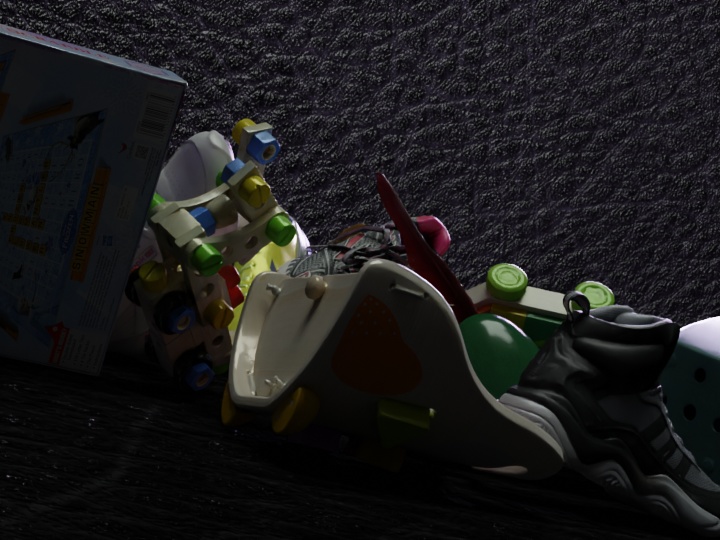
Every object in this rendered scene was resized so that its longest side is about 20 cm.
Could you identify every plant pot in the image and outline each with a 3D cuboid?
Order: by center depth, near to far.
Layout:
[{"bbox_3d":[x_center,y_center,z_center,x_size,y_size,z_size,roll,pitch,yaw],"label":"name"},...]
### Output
[{"bbox_3d":[0.310,0.114,1.390,0.199,0.143,0.141,8,11,-43],"label":"plant pot"}]

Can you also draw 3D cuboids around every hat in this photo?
[{"bbox_3d":[0.109,0.042,1.351,0.198,0.178,0.165,13,2,-23],"label":"hat"}]

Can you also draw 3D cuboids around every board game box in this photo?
[{"bbox_3d":[-0.230,-0.050,1.139,0.198,0.202,0.041,14,11,-26],"label":"board game box"}]

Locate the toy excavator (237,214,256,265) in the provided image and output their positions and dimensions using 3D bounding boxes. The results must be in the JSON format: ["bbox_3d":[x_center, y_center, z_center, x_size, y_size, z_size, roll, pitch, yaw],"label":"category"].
[{"bbox_3d":[-0.167,-0.021,1.403,0.199,0.196,0.100,30,44,13],"label":"toy excavator"}]

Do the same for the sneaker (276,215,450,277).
[{"bbox_3d":[0.000,0.000,1.478,0.074,0.081,0.200,-35,0,35],"label":"sneaker"}]

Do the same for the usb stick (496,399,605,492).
[{"bbox_3d":[0.121,0.117,1.242,0.198,0.056,0.033,14,40,-22],"label":"usb stick"}]

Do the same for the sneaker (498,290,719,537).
[{"bbox_3d":[0.184,0.090,1.170,0.199,0.115,0.075,30,-5,-29],"label":"sneaker"}]

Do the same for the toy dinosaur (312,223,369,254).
[{"bbox_3d":[-0.020,0.008,1.620,0.198,0.061,0.107,13,-31,21],"label":"toy dinosaur"}]

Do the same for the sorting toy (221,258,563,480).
[{"bbox_3d":[0.026,0.078,1.101,0.179,0.108,0.200,26,-11,-18],"label":"sorting toy"}]

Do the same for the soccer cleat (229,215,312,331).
[{"bbox_3d":[-0.086,0.012,1.478,0.064,0.084,0.200,-16,20,18],"label":"soccer cleat"}]

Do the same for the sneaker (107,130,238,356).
[{"bbox_3d":[-0.152,-0.013,1.278,0.099,0.201,0.075,4,40,-41],"label":"sneaker"}]

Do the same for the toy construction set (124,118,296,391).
[{"bbox_3d":[-0.085,0.010,1.226,0.092,0.131,0.201,31,-30,46],"label":"toy construction set"}]

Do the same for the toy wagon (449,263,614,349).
[{"bbox_3d":[0.114,0.065,1.454,0.198,0.156,0.040,12,43,3],"label":"toy wagon"}]
